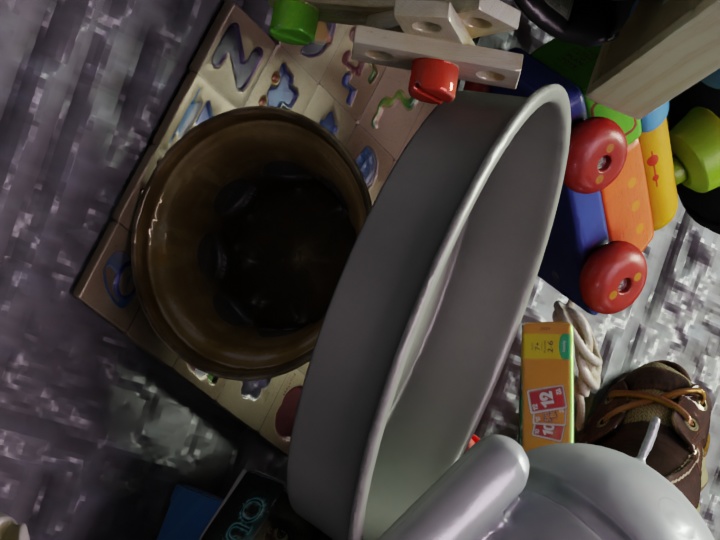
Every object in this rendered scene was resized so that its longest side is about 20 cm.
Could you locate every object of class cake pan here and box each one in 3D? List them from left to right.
[{"bbox_3d":[0.025,0.018,0.999,0.200,0.037,0.201,22,90,-77],"label":"cake pan"}]

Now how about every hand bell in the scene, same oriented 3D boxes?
[{"bbox_3d":[0.000,0.000,1.083,0.200,0.104,0.105,14,92,-64],"label":"hand bell"}]

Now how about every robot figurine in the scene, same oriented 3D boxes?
[{"bbox_3d":[0.060,0.143,0.988,0.200,0.113,0.170,-39,127,-23],"label":"robot figurine"}]

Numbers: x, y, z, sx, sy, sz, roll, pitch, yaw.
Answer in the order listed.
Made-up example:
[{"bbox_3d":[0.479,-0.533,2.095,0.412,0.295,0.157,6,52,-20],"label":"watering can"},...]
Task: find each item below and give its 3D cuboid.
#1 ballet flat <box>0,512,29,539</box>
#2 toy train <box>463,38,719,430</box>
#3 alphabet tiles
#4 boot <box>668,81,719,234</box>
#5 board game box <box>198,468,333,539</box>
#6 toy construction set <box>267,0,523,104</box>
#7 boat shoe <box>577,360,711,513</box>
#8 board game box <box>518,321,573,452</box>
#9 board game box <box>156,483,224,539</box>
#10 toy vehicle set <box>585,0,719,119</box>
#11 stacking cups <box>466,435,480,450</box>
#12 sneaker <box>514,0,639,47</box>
[{"bbox_3d":[-0.158,0.103,0.942,0.200,0.068,0.076,48,50,-45],"label":"ballet flat"},{"bbox_3d":[0.126,-0.030,1.197,0.115,0.085,0.201,-32,133,-19],"label":"toy train"},{"bbox_3d":[-0.026,-0.041,1.092,0.167,0.008,0.201,42,70,-49],"label":"alphabet tiles"},{"bbox_3d":[0.164,-0.133,1.238,0.162,0.073,0.199,30,72,-54],"label":"boot"},{"bbox_3d":[-0.027,0.185,1.065,0.136,0.028,0.200,-59,140,-17],"label":"board game box"},{"bbox_3d":[0.012,-0.151,0.992,0.130,0.092,0.201,15,61,-17],"label":"toy construction set"},{"bbox_3d":[0.133,0.079,1.246,0.200,0.072,0.072,-20,115,-73],"label":"boat shoe"},{"bbox_3d":[0.078,0.130,1.109,0.096,0.030,0.201,75,13,-75],"label":"board game box"},{"bbox_3d":[-0.036,0.212,1.133,0.200,0.056,0.197,26,83,-52],"label":"board game box"},{"bbox_3d":[0.147,-0.140,1.026,0.026,0.200,0.125,21,77,-9],"label":"toy vehicle set"},{"bbox_3d":[0.067,0.122,1.227,0.061,0.060,0.200,-56,137,-21],"label":"stacking cups"},{"bbox_3d":[0.082,-0.142,1.070,0.078,0.200,0.090,27,93,-9],"label":"sneaker"}]
